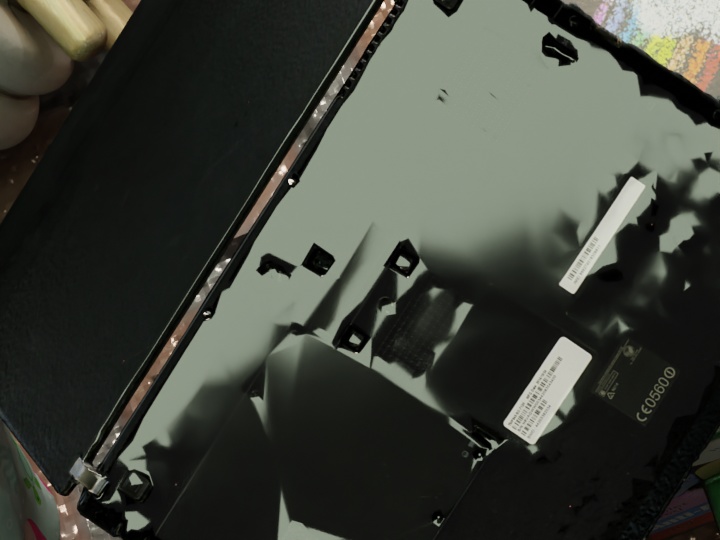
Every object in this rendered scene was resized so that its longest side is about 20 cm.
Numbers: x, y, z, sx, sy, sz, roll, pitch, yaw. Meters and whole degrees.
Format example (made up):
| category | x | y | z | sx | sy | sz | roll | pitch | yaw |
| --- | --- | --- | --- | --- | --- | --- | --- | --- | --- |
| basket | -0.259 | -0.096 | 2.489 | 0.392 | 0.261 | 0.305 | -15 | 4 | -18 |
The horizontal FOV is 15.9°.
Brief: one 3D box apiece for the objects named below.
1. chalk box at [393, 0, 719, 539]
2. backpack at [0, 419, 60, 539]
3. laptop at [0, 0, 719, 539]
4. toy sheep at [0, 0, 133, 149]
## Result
| category | x | y | z | sx | sy | sz | roll | pitch | yaw |
| --- | --- | --- | --- | --- | --- | --- | --- | --- | --- |
| chalk box | 0.107 | -0.001 | 0.730 | 0.124 | 0.124 | 0.201 | -22 | 72 | 10 |
| backpack | -0.197 | 0.076 | 0.770 | 0.199 | 0.151 | 0.178 | 4 | 40 | 18 |
| laptop | 0.000 | 0.000 | 0.693 | 0.200 | 0.103 | 0.178 | 33 | 95 | 4 |
| toy sheep | -0.146 | -0.090 | 0.827 | 0.200 | 0.138 | 0.138 | -43 | 69 | 7 |
